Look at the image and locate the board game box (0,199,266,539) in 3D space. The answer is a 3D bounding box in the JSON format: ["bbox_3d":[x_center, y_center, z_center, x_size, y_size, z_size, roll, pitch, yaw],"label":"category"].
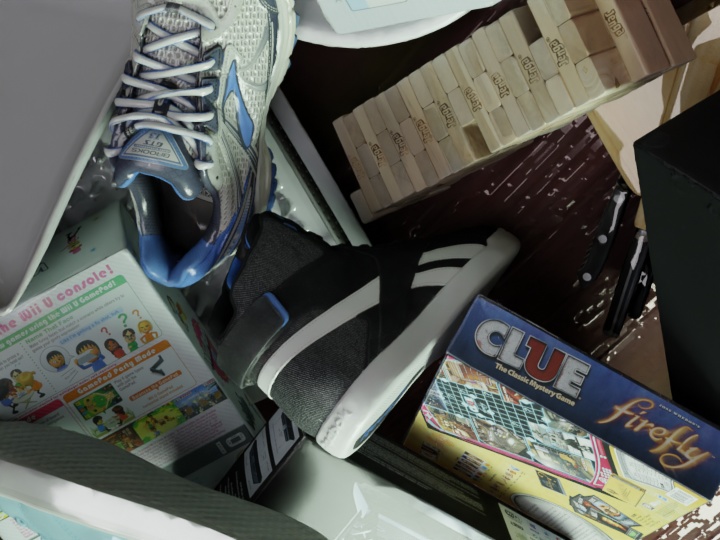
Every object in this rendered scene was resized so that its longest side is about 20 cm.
[{"bbox_3d":[-0.137,0.085,0.793,0.147,0.064,0.200,-28,119,4],"label":"board game box"}]

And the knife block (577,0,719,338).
[{"bbox_3d":[0.190,-0.047,0.724,0.200,0.064,0.176,-29,101,25],"label":"knife block"}]

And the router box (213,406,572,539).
[{"bbox_3d":[0.002,0.175,0.797,0.200,0.052,0.157,32,107,-22],"label":"router box"}]

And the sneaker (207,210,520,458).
[{"bbox_3d":[0.000,0.000,0.732,0.112,0.200,0.073,38,124,7],"label":"sneaker"}]

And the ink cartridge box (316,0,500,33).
[{"bbox_3d":[0.053,-0.172,0.571,0.199,0.047,0.160,-6,147,21],"label":"ink cartridge box"}]

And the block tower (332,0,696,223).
[{"bbox_3d":[0.062,-0.083,0.707,0.200,0.054,0.058,-28,85,53],"label":"block tower"}]

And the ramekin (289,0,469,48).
[{"bbox_3d":[0.004,-0.214,0.697,0.200,0.098,0.201,7,114,15],"label":"ramekin"}]

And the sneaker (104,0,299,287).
[{"bbox_3d":[-0.078,-0.076,0.688,0.077,0.085,0.200,12,128,18],"label":"sneaker"}]

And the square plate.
[{"bbox_3d":[-0.199,-0.084,0.769,0.200,0.028,0.199,16,74,33],"label":"square plate"}]

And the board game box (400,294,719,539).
[{"bbox_3d":[0.096,0.086,0.752,0.135,0.200,0.035,29,72,5],"label":"board game box"}]

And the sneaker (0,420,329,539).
[{"bbox_3d":[-0.115,0.137,0.712,0.199,0.074,0.082,21,99,11],"label":"sneaker"}]

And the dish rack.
[{"bbox_3d":[-0.087,-0.022,0.811,0.171,0.044,0.200,-24,113,16],"label":"dish rack"}]

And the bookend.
[{"bbox_3d":[0.238,-0.009,0.668,0.198,0.092,0.200,-30,131,-16],"label":"bookend"}]
